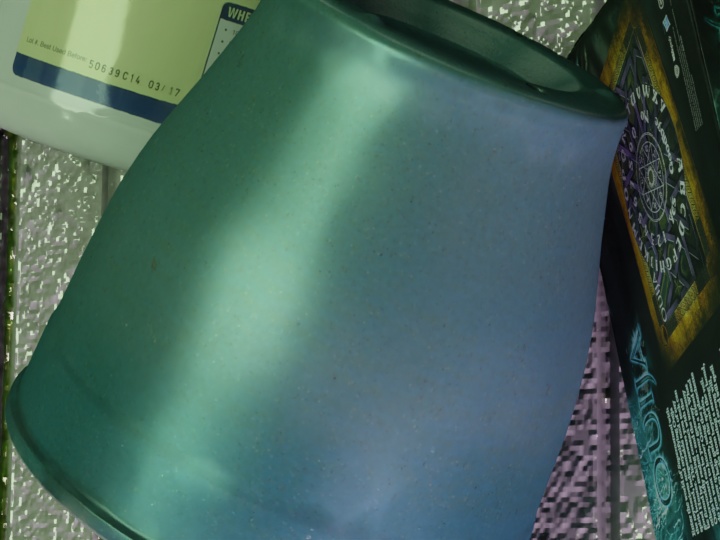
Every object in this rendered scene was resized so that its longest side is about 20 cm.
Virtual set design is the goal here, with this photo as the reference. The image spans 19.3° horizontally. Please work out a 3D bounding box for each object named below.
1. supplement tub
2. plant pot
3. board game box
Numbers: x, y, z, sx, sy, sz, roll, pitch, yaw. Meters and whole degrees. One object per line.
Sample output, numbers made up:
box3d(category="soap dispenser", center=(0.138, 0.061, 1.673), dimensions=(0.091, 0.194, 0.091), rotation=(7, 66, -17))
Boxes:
box3d(category="supplement tub", center=(-0.066, -0.140, 0.866), dimensions=(0.144, 0.145, 0.202), rotation=(22, 97, 37))
box3d(category="plant pot", center=(0.000, 0.000, 0.753), dimensions=(0.200, 0.199, 0.189), rotation=(35, 109, 35))
box3d(category="board game box", center=(0.117, -0.005, 0.733), dimensions=(0.135, 0.028, 0.202), rotation=(123, 138, -70))
